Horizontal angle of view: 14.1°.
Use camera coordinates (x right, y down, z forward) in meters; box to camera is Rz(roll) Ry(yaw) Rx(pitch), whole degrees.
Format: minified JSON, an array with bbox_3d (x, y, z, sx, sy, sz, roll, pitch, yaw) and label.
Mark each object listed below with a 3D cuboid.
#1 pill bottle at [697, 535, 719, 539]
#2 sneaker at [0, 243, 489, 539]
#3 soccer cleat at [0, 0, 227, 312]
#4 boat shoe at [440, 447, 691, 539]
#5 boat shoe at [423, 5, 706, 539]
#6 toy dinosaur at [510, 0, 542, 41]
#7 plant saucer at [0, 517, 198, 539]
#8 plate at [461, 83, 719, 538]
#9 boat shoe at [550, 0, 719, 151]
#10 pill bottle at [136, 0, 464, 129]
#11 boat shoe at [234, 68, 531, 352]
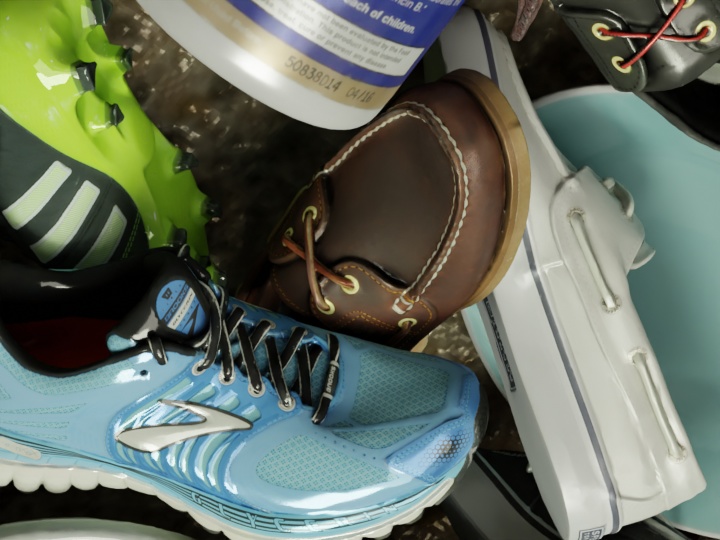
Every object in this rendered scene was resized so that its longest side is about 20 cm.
[{"bbox_3d":[0.131,0.197,1.225,0.200,0.114,0.115,-44,131,-17],"label":"pill bottle"},{"bbox_3d":[-0.054,0.039,1.005,0.199,0.079,0.090,6,138,2],"label":"sneaker"},{"bbox_3d":[-0.104,-0.029,1.045,0.081,0.068,0.200,-2,140,18],"label":"soccer cleat"},{"bbox_3d":[0.086,0.103,1.126,0.068,0.199,0.074,-32,109,-11],"label":"boat shoe"},{"bbox_3d":[0.075,-0.004,1.063,0.065,0.072,0.201,-17,84,-6],"label":"boat shoe"},{"bbox_3d":[0.115,-0.149,0.995,0.200,0.136,0.086,-44,127,12],"label":"toy dinosaur"},{"bbox_3d":[-0.112,0.151,1.090,0.199,0.050,0.201,-4,133,-4],"label":"plant saucer"},{"bbox_3d":[0.124,0.014,1.106,0.026,0.199,0.201,-41,142,-43],"label":"plate"},{"bbox_3d":[0.103,-0.093,0.948,0.073,0.063,0.201,-20,153,26],"label":"boat shoe"},{"bbox_3d":[0.014,-0.156,0.963,0.115,0.116,0.200,26,112,-33],"label":"pill bottle"},{"bbox_3d":[0.000,0.000,1.047,0.070,0.071,0.200,-20,158,-27],"label":"boat shoe"}]
